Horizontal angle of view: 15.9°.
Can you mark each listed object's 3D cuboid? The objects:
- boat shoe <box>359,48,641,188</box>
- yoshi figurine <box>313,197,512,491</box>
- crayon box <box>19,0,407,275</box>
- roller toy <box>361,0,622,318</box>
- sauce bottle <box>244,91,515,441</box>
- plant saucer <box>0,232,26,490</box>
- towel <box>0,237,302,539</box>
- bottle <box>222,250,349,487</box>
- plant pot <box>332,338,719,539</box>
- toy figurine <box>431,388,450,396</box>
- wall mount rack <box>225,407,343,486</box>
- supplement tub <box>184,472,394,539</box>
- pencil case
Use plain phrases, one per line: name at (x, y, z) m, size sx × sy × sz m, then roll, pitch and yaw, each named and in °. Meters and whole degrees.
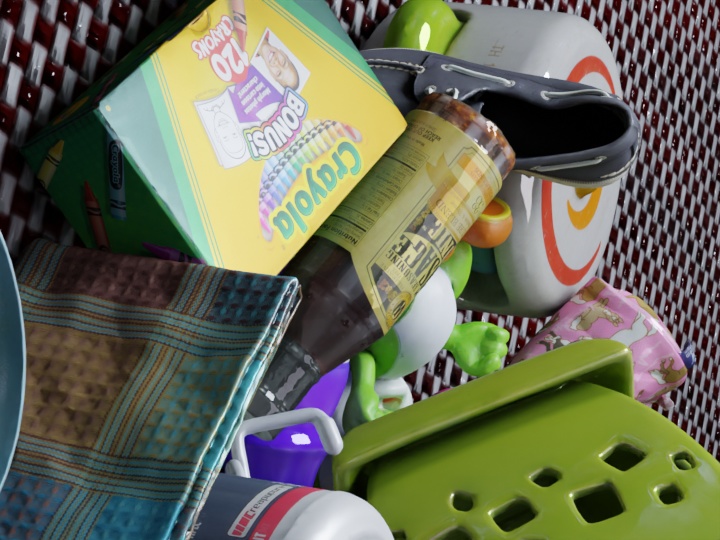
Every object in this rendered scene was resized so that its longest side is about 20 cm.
boat shoe at (0.056, -0.088, 1.409) m, size 0.063 × 0.200 × 0.073 m, roll 108°, pitch -10°, yaw -80°
yoshi figurine at (0.028, 0.056, 1.440) m, size 0.112 × 0.112 × 0.200 m, roll -96°, pitch -157°, yaw -63°
crayon box at (-0.066, -0.064, 1.253) m, size 0.119 × 0.058 × 0.200 m, roll 55°, pitch 37°, yaw -13°
roller toy at (0.080, -0.066, 1.542) m, size 0.200 × 0.140 × 0.183 m, roll -4°, pitch 100°, yaw -67°
sauce bottle at (0.000, 0.000, 1.326) m, size 0.200 × 0.066 × 0.066 m, roll -53°, pitch 148°, yaw -13°
plant saucer at (-0.206, 0.032, 1.019) m, size 0.200 × 0.027 × 0.200 m, roll 12°, pitch 76°, yaw -57°
towel at (-0.124, 0.068, 1.110) m, size 0.022 × 0.147 × 0.200 m, roll 75°, pitch 31°, yaw -46°
bottle at (-0.043, 0.041, 1.386) m, size 0.084 × 0.065 × 0.200 m, roll -2°, pitch 99°, yaw -59°
plant pot at (0.093, 0.161, 1.354) m, size 0.199 × 0.200 × 0.182 m, roll 82°, pitch -16°, yaw -52°
toy figurine at (0.082, 0.163, 1.648) m, size 0.200 × 0.150 × 0.184 m, roll -56°, pitch 133°, yaw -38°
wall mount rack at (-0.025, 0.170, 1.274) m, size 0.200 × 0.075 × 0.174 m, roll 98°, pitch -20°, yaw -65°
supplement tub at (-0.093, 0.154, 1.136) m, size 0.140 × 0.200 × 0.140 m, roll 7°, pitch 90°, yaw -66°
pencil case at (0.104, 0.099, 1.507) m, size 0.200 × 0.087 × 0.083 m, roll -46°, pitch 167°, yaw -5°
